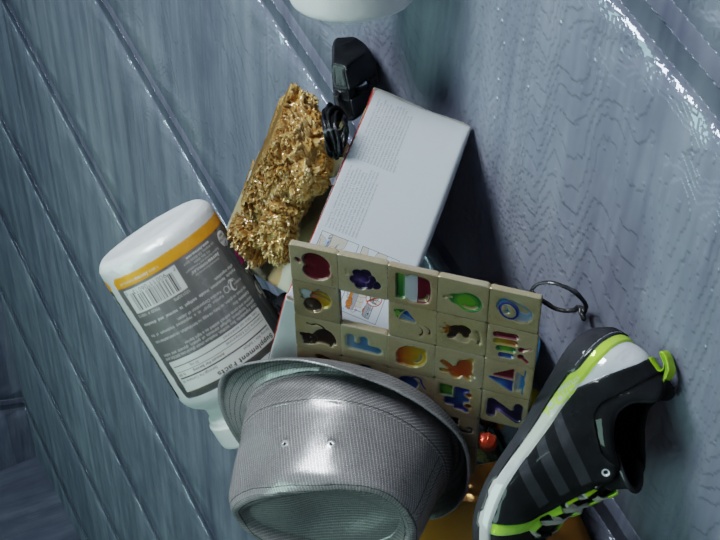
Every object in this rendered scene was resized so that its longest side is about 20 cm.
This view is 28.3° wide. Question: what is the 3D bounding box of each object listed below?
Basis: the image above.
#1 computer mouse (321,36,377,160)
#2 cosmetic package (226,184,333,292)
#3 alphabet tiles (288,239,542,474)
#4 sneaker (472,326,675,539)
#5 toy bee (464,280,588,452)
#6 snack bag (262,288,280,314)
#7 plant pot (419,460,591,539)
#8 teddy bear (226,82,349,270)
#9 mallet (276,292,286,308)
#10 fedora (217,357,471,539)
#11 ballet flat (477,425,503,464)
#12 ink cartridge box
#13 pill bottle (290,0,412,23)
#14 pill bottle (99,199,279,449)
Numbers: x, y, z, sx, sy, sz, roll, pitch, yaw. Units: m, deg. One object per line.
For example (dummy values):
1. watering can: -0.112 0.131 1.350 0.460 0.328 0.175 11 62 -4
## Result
1. computer mouse: -0.007 -0.134 1.102 0.201 0.034 0.059 -83 -11 -63
2. cosmetic package: -0.046 -0.029 1.278 0.200 0.071 0.106 23 90 60
3. alphabet tiles: 0.035 0.067 0.965 0.165 0.008 0.201 12 139 12
4. sneaker: 0.144 0.134 0.952 0.083 0.071 0.202 36 113 33
5. toy bee: 0.083 0.079 1.053 0.130 0.110 0.200 18 161 7
6. snack bag: -0.038 0.110 1.387 0.201 0.021 0.189 58 179 6
7. plant pot: 0.109 0.247 1.085 0.200 0.198 0.185 127 136 -64
8. teddy bear: -0.059 -0.074 1.183 0.201 0.066 0.146 120 165 -47
9. mallet: -0.014 0.095 1.311 0.066 0.041 0.200 45 174 48
10. fedora: -0.023 0.147 1.001 0.198 0.091 0.178 3 135 22
11. ballet flat: 0.054 0.106 1.224 0.202 0.071 0.072 63 157 16
12. ink cartridge box: 0.000 0.000 1.083 0.083 0.201 0.176 21 147 1
13. pill bottle: -0.010 -0.281 0.980 0.113 0.112 0.202 45 146 46
14. pill bottle: -0.134 0.049 1.261 0.201 0.116 0.116 59 160 -14
